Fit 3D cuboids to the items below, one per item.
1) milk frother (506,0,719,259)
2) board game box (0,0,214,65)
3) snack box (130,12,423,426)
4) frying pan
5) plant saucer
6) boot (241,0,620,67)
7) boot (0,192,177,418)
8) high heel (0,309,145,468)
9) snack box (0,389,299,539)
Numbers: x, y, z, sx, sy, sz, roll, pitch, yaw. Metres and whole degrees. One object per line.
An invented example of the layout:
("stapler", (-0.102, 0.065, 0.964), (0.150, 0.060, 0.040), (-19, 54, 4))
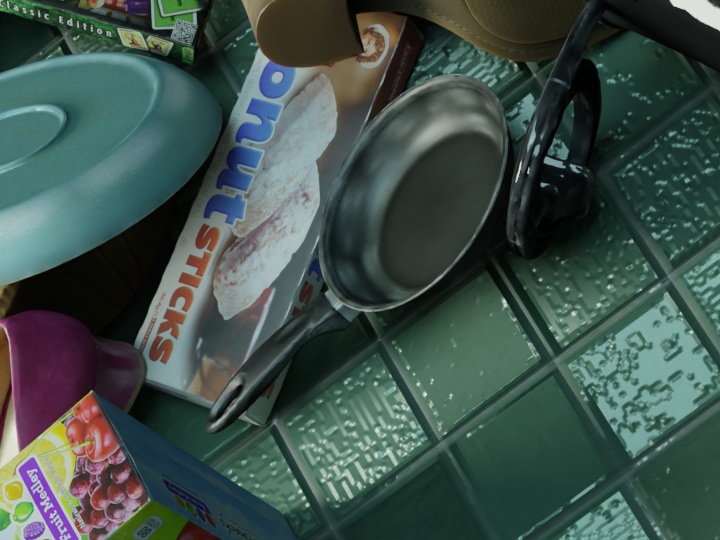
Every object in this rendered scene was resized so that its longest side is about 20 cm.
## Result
("milk frother", (0.170, -0.074, 1.111), (0.188, 0.180, 0.201), (32, 130, 32))
("board game box", (-0.161, -0.174, 1.302), (0.199, 0.023, 0.105), (15, 63, 2))
("snack box", (-0.040, -0.032, 1.246), (0.072, 0.024, 0.201), (17, 79, 30))
("frying pan", (0.010, 0.002, 1.172), (0.115, 0.031, 0.191), (17, 80, 54))
("plant saucer", (-0.162, -0.051, 1.243), (0.199, 0.028, 0.201), (-15, 28, 8))
("boot", (0.036, -0.166, 1.236), (0.198, 0.074, 0.155), (-5, 38, -3))
("boot", (-0.195, -0.003, 1.286), (0.154, 0.072, 0.200), (29, 74, 42))
("high heel", (-0.171, 0.111, 1.205), (0.067, 0.096, 0.201), (37, 100, 32))
("snack box", (-0.133, 0.161, 1.134), (0.200, 0.169, 0.068), (-39, 55, 9))
